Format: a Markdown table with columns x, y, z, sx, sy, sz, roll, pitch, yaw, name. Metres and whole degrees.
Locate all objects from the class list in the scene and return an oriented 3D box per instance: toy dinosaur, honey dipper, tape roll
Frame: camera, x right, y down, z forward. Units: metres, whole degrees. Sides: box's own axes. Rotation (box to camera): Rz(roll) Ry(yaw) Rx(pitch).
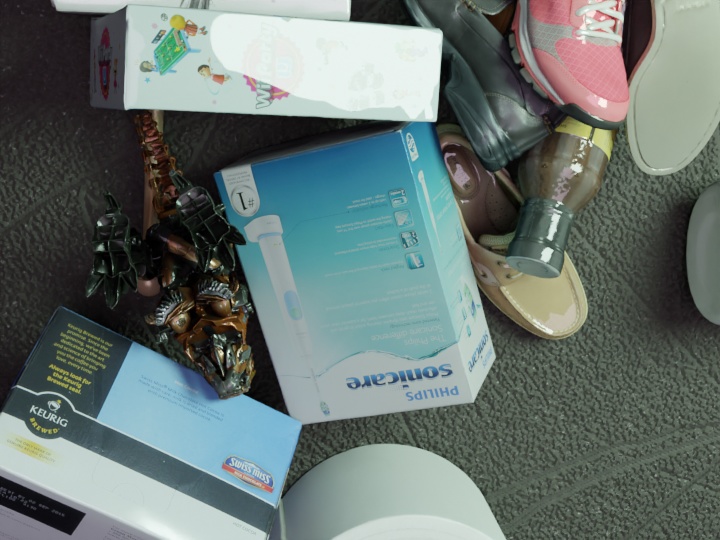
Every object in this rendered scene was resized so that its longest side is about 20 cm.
| x | y | z | sx | sy | sz | roll | pitch | yaw | name |
| --- | --- | --- | --- | --- | --- | --- | --- | --- | --- |
| -0.127 | -0.009 | 0.739 | 0.102 | 0.136 | 0.200 | -39 | 81 | 0 | toy dinosaur |
| -0.155 | -0.078 | 0.794 | 0.038 | 0.038 | 0.200 | 3 | 106 | -7 | honey dipper |
| 0.025 | 0.254 | 0.833 | 0.202 | 0.139 | 0.203 | -2 | 103 | -7 | tape roll |

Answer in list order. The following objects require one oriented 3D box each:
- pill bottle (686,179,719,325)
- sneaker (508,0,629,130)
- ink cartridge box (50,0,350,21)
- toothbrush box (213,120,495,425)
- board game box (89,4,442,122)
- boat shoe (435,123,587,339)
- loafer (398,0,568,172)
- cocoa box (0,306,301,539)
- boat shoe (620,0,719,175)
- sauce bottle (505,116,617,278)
| x | y | z | sx | sy | sz | roll | pitch | yaw | name |
| --- | --- | --- | --- | --- | --- | --- | --- | --- | --- |
| 0.367 | -0.013 | 0.825 | 0.200 | 0.114 | 0.114 | 1 | 103 | -7 | pill bottle |
| 0.144 | -0.191 | 0.710 | 0.074 | 0.087 | 0.200 | 2 | 65 | -33 | sneaker |
| -0.107 | -0.247 | 0.733 | 0.200 | 0.084 | 0.146 | 1 | 102 | -6 | ink cartridge box |
| 0.000 | 0.000 | 0.775 | 0.146 | 0.085 | 0.200 | -11 | 104 | 22 | toothbrush box |
| -0.068 | -0.134 | 0.705 | 0.200 | 0.148 | 0.064 | 0 | 99 | -22 | board game box |
| 0.110 | -0.022 | 0.818 | 0.071 | 0.065 | 0.200 | -39 | 104 | 3 | boat shoe |
| 0.077 | -0.171 | 0.758 | 0.072 | 0.073 | 0.200 | -27 | 84 | 10 | loafer |
| -0.167 | 0.145 | 0.767 | 0.200 | 0.131 | 0.133 | 28 | 138 | -12 | cocoa box |
| 0.212 | -0.165 | 0.734 | 0.073 | 0.063 | 0.200 | -6 | 120 | -2 | boat shoe |
| 0.150 | -0.094 | 0.773 | 0.065 | 0.065 | 0.200 | 23 | 76 | -11 | sauce bottle |
